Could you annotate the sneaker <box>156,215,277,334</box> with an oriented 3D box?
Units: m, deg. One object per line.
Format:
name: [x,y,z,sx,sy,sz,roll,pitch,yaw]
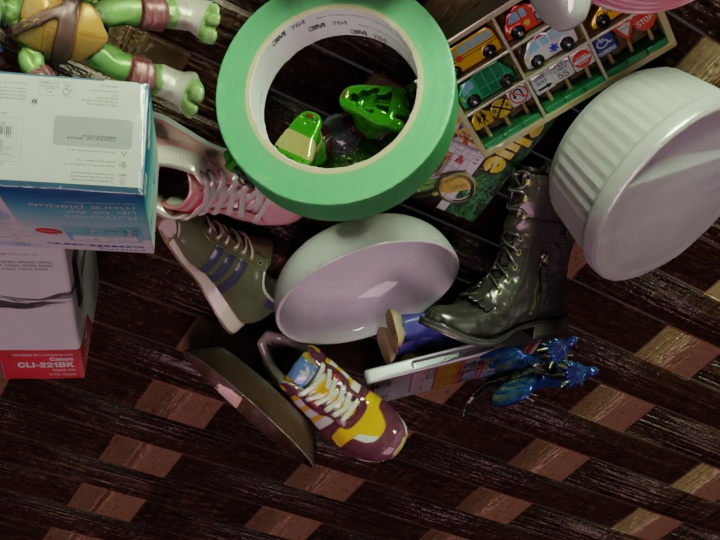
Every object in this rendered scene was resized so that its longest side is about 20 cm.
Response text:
sneaker: [-0.136,-0.021,1.021,0.090,0.067,0.201,-22,132,5]

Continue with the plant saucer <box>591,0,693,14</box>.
plant saucer: [0.238,-0.296,0.763,0.199,0.051,0.201,-3,122,-5]

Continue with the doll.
doll: [0.123,0.055,1.085,0.199,0.049,0.137,-10,152,-19]

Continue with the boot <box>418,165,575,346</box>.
boot: [0.149,-0.019,0.982,0.199,0.069,0.175,-3,106,-34]

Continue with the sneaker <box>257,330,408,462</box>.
sneaker: [-0.038,0.135,1.059,0.075,0.200,0.090,-53,144,-9]

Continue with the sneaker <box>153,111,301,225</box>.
sneaker: [-0.136,-0.075,0.933,0.200,0.105,0.075,23,118,-24]

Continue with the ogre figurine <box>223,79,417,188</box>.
ogre figurine: [-0.011,-0.111,0.896,0.200,0.098,0.120,-37,158,-2]

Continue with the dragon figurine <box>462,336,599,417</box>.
dragon figurine: [0.165,0.109,1.026,0.199,0.059,0.099,-20,166,36]

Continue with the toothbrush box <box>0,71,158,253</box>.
toothbrush box: [-0.233,-0.076,0.754,0.146,0.086,0.200,3,170,-10]

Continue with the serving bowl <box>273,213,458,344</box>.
serving bowl: [0.000,0.000,1.026,0.199,0.066,0.200,-15,152,-8]

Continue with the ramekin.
ramekin: [0.266,-0.096,0.910,0.202,0.094,0.203,-25,144,-19]

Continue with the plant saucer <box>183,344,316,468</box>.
plant saucer: [-0.119,0.150,1.126,0.035,0.200,0.200,-47,131,-15]

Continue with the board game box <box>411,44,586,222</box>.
board game box: [0.121,-0.137,0.953,0.104,0.024,0.200,17,130,-23]

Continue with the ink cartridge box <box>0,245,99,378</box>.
ink cartridge box: [-0.311,-0.013,0.953,0.083,0.145,0.201,0,134,-7]

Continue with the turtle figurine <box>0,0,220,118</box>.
turtle figurine: [-0.208,-0.187,0.779,0.193,0.145,0.200,7,165,-30]

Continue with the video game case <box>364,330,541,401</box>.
video game case: [0.102,0.113,1.130,0.199,0.018,0.143,-13,162,-4]

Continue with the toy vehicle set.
toy vehicle set: [0.166,-0.200,0.866,0.199,0.027,0.124,-30,125,13]

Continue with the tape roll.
tape roll: [-0.019,-0.143,0.816,0.199,0.201,0.048,-10,165,5]

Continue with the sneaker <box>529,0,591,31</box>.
sneaker: [0.109,-0.268,0.746,0.080,0.070,0.201,-38,109,-24]
